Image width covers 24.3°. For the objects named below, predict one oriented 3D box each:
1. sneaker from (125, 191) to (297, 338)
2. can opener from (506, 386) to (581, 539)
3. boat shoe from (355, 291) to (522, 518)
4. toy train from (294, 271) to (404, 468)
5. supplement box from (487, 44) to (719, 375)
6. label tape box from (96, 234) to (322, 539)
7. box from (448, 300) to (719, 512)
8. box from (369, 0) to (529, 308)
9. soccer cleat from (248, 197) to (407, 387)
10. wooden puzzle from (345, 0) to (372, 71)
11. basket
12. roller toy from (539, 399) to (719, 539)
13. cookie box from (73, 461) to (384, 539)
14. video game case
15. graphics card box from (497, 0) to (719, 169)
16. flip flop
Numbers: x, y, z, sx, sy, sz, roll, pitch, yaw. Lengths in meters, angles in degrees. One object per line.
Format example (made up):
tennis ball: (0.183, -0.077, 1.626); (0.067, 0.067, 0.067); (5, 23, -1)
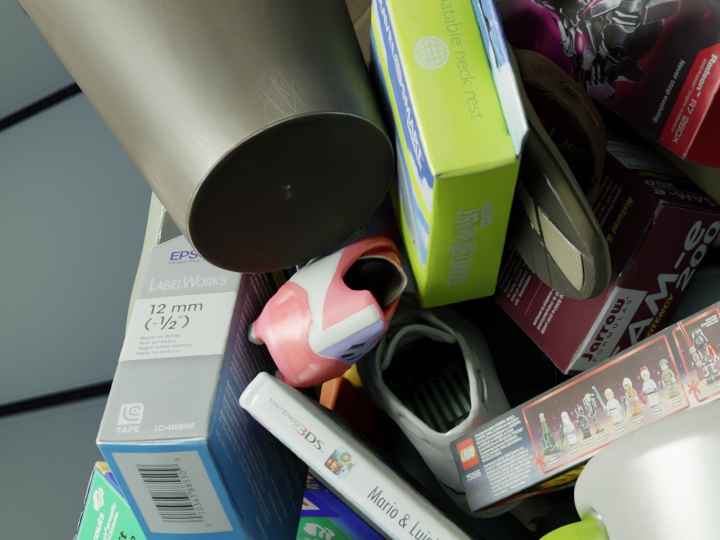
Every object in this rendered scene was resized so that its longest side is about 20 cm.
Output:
sneaker: (-0.077, 0.016, 1.004); (0.105, 0.075, 0.202); (0, 85, 36)
can opener: (0.120, 0.135, 0.873); (0.200, 0.052, 0.067); (46, 119, 42)
boat shoe: (0.039, 0.051, 0.911); (0.073, 0.067, 0.200); (-34, 33, -5)
toy train: (-0.005, 0.065, 1.033); (0.199, 0.084, 0.117); (16, 84, 48)
supplement box: (0.099, -0.044, 0.919); (0.200, 0.060, 0.109); (50, 123, 41)
label tape box: (-0.073, 0.060, 0.910); (0.065, 0.144, 0.201); (-6, 45, 13)
box: (0.151, 0.056, 0.768); (0.200, 0.136, 0.040); (-36, 68, 51)
box: (0.039, -0.072, 0.826); (0.200, 0.047, 0.123); (90, 166, -69)
soccer cleat: (0.000, 0.000, 0.913); (0.076, 0.200, 0.067); (-22, 106, 23)
wooden puzzle: (-0.013, -0.189, 1.006); (0.198, 0.046, 0.187); (2, 64, 34)
basket: (-0.072, -0.109, 0.877); (0.137, 0.179, 0.201); (95, 155, -51)
roller toy: (0.190, 0.130, 0.697); (0.200, 0.181, 0.141); (-32, 63, 47)
cookie box: (-0.054, 0.194, 1.001); (0.200, 0.170, 0.076); (33, 109, 46)
video game case: (0.032, 0.126, 0.848); (0.182, 0.200, 0.024); (39, 88, 14)
graphics card box: (0.146, -0.152, 0.878); (0.200, 0.051, 0.126); (44, 119, 44)
flip flop: (0.091, -0.073, 0.841); (0.082, 0.057, 0.201); (84, 172, -45)
